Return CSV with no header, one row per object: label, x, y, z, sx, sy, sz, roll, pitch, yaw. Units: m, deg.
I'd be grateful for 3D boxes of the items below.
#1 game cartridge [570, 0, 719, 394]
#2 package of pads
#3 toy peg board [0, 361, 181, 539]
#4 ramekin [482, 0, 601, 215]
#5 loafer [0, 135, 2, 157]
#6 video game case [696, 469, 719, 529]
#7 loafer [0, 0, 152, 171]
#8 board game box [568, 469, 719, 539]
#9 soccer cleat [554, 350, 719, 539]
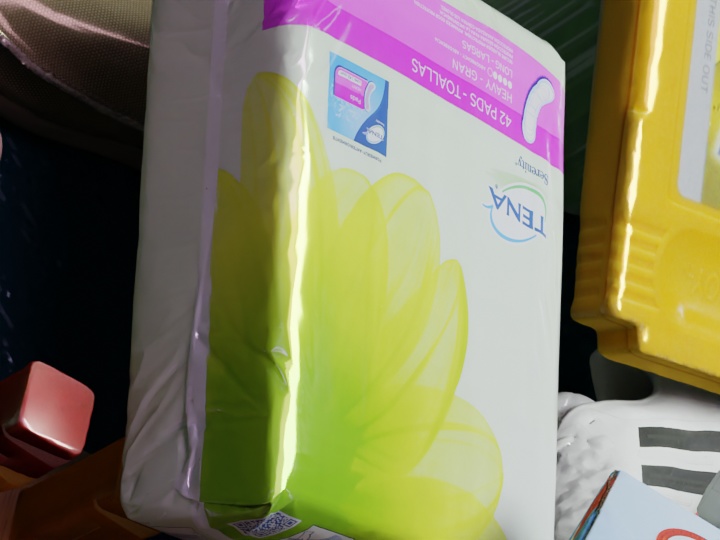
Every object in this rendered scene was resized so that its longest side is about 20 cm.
game cartridge,0.154,-0.051,1.042,0.176,0.032,0.201,17,73,-40
package of pads,0.000,0.000,0.877,0.154,0.068,0.201,27,59,-49
toy peg board,-0.101,0.117,0.803,0.199,0.098,0.201,30,52,-28
ramekin,0.102,-0.131,1.117,0.199,0.098,0.201,21,57,-35
loafer,-0.138,-0.031,0.789,0.063,0.200,0.072,-2,100,-3
video game case,0.217,0.133,0.858,0.182,0.200,0.023,34,86,-27
loafer,-0.063,-0.072,0.956,0.200,0.067,0.076,29,50,-31
board game box,0.118,0.167,0.768,0.200,0.056,0.196,32,29,5
soccer cleat,0.077,0.091,0.998,0.085,0.069,0.200,48,41,-1
